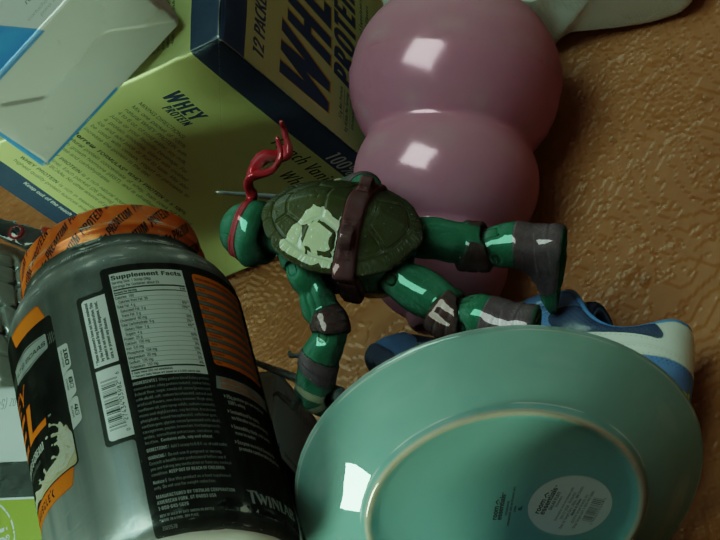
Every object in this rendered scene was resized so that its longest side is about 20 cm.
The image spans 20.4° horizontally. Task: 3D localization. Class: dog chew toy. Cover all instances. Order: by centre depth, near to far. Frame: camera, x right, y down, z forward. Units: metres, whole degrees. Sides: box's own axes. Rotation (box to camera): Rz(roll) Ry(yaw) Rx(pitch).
[{"bbox_3d":[0.051,-0.062,1.144,0.124,0.124,0.201,-8,67,36],"label":"dog chew toy"}]

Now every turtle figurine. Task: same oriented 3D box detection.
[{"bbox_3d":[0.000,0.000,1.027,0.199,0.101,0.150,11,62,15],"label":"turtle figurine"}]

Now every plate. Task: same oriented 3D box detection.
[{"bbox_3d":[0.068,0.108,0.957,0.200,0.200,0.026,-33,34,19],"label":"plate"}]

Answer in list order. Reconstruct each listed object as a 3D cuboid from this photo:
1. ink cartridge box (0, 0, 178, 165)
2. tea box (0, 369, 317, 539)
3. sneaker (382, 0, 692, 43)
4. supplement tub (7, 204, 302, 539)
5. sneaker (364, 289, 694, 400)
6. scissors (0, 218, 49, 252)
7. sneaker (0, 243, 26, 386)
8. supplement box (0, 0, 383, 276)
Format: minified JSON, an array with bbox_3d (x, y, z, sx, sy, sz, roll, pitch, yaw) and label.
[{"bbox_3d":[-0.198,-0.167,1.156,0.116,0.068,0.200,-46,44,8],"label":"ink cartridge box"},{"bbox_3d":[-0.125,0.173,1.092,0.199,0.134,0.198,-5,61,17],"label":"tea box"},{"bbox_3d":[0.111,-0.186,1.207,0.199,0.075,0.089,-5,56,26],"label":"sneaker"},{"bbox_3d":[-0.106,0.074,0.989,0.122,0.122,0.201,-32,53,20],"label":"supplement tub"},{"bbox_3d":[0.092,0.054,1.068,0.199,0.074,0.083,9,64,37],"label":"sneaker"},{"bbox_3d":[-0.218,-0.024,1.355,0.200,0.014,0.073,33,73,25],"label":"scissors"},{"bbox_3d":[-0.245,0.061,1.340,0.082,0.077,0.200,-53,30,28],"label":"sneaker"},{"bbox_3d":[-0.101,-0.109,1.233,0.199,0.200,0.135,-21,53,30],"label":"supplement box"}]
